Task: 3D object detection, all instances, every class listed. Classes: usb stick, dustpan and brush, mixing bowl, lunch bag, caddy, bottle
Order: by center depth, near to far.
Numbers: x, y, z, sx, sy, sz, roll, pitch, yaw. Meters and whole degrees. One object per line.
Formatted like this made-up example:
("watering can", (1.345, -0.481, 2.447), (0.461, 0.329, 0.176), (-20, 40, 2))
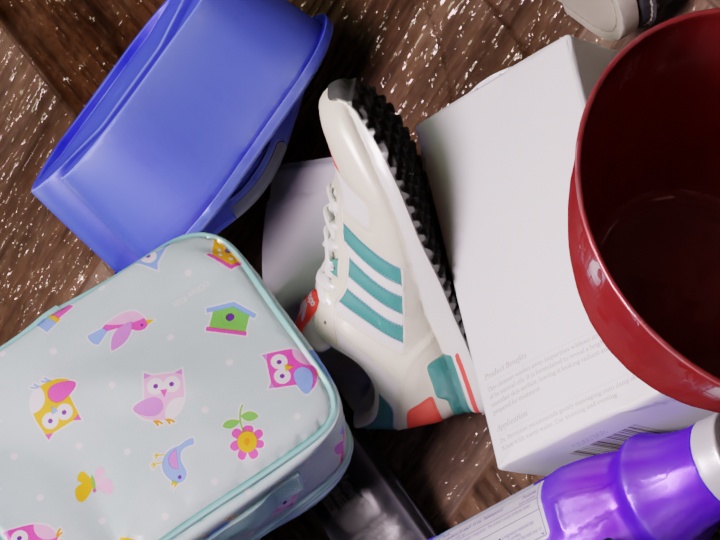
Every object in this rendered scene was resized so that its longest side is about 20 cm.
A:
("mixing bowl", (0.174, -0.010, 1.205), (0.108, 0.200, 0.200), (127, 135, -60))
("bottle", (0.114, 0.131, 1.285), (0.200, 0.083, 0.065), (-34, 60, 35))
("lunch bag", (-0.113, 0.091, 1.338), (0.200, 0.077, 0.160), (-34, 67, -10))
("usb stick", (-0.024, 0.092, 1.412), (0.055, 0.033, 0.200), (-39, 81, 22))
("dustpan and brush", (-0.009, 0.040, 1.450), (0.140, 0.057, 0.200), (-4, 73, 55))
("caddy", (-0.093, -0.079, 1.475), (0.200, 0.105, 0.141), (-56, 16, -16))

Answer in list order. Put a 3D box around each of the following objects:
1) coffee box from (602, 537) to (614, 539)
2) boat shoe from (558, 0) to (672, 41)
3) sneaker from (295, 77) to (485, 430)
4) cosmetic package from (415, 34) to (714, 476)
("coffee box", (0.167, 0.193, 1.154), (0.200, 0.123, 0.044), (31, 102, 18))
("boat shoe", (0.108, -0.192, 1.385), (0.063, 0.073, 0.200), (-29, 45, -13))
("sneaker", (0.000, 0.000, 1.350), (0.093, 0.200, 0.070), (-18, 24, 12))
("cosmetic package", (0.110, -0.005, 1.319), (0.113, 0.081, 0.200), (-27, 63, 37))
